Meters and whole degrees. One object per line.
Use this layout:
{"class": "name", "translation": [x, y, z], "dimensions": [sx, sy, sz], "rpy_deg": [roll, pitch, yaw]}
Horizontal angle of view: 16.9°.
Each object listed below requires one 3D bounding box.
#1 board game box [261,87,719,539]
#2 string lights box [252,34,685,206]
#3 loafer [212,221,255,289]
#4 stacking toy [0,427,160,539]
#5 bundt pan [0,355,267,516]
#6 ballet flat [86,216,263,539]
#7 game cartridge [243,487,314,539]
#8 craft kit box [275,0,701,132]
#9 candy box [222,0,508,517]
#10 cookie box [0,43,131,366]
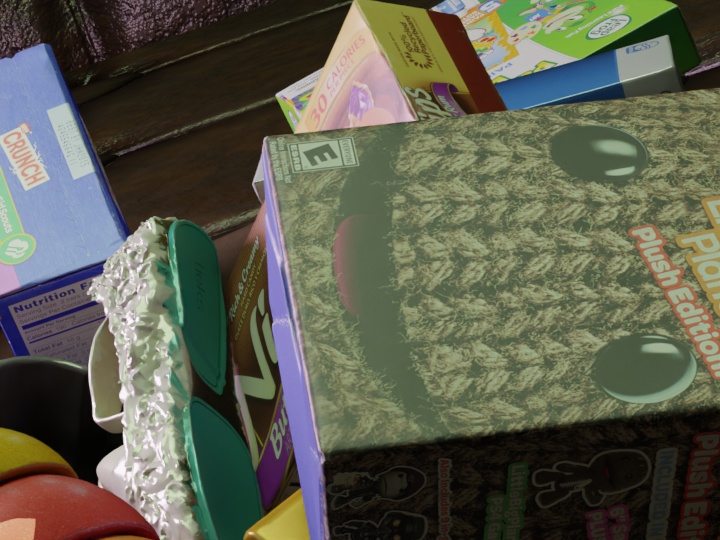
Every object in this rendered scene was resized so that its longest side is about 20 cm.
{"class": "board game box", "translation": [0.074, 0.028, 0.853], "dimensions": [0.200, 0.097, 0.159], "rpy_deg": [-7, 44, -6]}
{"class": "string lights box", "translation": [0.061, -0.030, 1.128], "dimensions": [0.200, 0.103, 0.059], "rpy_deg": [-14, 19, 9]}
{"class": "loafer", "translation": [-0.067, 0.013, 1.357], "dimensions": [0.200, 0.071, 0.073], "rpy_deg": [-49, 29, 29]}
{"class": "stacking toy", "translation": [-0.137, 0.109, 0.920], "dimensions": [0.146, 0.146, 0.200], "rpy_deg": [-25, 60, -24]}
{"class": "bundt pan", "translation": [-0.139, 0.127, 1.056], "dimensions": [0.202, 0.076, 0.202], "rpy_deg": [6, 34, -4]}
{"class": "ballet flat", "translation": [-0.083, 0.065, 1.035], "dimensions": [0.072, 0.072, 0.200], "rpy_deg": [-17, 48, 8]}
{"class": "game cartridge", "translation": [0.088, 0.090, 0.877], "dimensions": [0.176, 0.032, 0.200], "rpy_deg": [33, 55, 30]}
{"class": "craft kit box", "translation": [0.069, -0.111, 1.423], "dimensions": [0.200, 0.049, 0.198], "rpy_deg": [-30, 27, -8]}
{"class": "candy box", "translation": [0.000, 0.000, 1.030], "dimensions": [0.056, 0.200, 0.117], "rpy_deg": [7, 38, -28]}
{"class": "cookie box", "translation": [-0.144, 0.014, 1.239], "dimensions": [0.075, 0.200, 0.171], "rpy_deg": [-21, 45, -5]}
